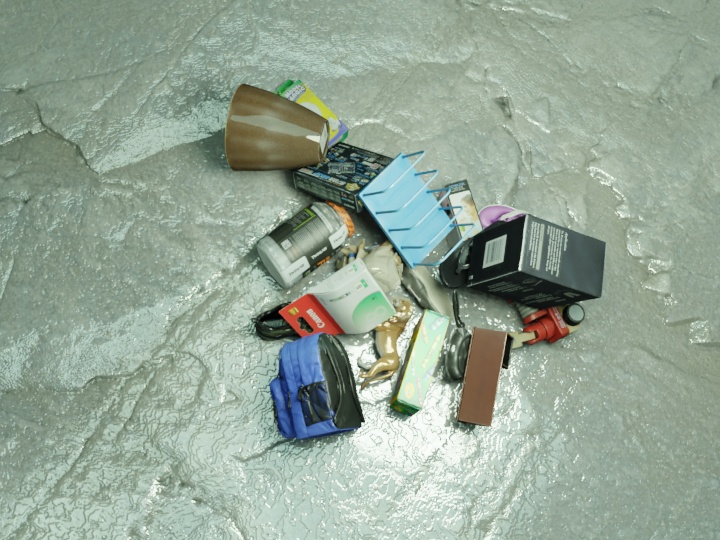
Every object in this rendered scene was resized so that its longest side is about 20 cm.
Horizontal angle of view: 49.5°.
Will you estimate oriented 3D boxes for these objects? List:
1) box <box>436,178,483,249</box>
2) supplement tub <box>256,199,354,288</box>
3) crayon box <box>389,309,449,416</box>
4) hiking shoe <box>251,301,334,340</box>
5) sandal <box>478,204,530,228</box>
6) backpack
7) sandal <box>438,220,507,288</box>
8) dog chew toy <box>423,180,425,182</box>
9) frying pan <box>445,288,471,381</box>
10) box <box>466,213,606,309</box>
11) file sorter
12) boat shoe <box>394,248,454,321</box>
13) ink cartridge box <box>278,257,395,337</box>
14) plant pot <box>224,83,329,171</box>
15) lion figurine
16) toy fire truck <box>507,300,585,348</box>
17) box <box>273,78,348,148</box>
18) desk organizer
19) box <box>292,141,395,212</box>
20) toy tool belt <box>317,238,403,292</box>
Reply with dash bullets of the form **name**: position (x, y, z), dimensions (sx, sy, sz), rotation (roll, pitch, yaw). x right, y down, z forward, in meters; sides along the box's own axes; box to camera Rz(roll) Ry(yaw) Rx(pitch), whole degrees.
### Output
- **box**: position (0.231, -0.086, 1.745), dimensions (0.059, 0.117, 0.204), rotation (-14, 77, -8)
- **supplement tub**: position (-0.116, -0.064, 1.697), dimensions (0.199, 0.123, 0.123), rotation (-36, 80, -14)
- **crayon box**: position (0.124, 0.196, 1.646), dimensions (0.057, 0.119, 0.203), rotation (20, 73, 0)
- **hiking shoe**: position (-0.129, 0.105, 1.647), dimensions (0.196, 0.101, 0.077), rotation (-13, 76, -1)
- **sandal**: position (0.367, -0.106, 1.798), dimensions (0.199, 0.050, 0.084), rotation (18, 72, 0)
- **backpack**: position (-0.099, 0.235, 1.588), dimensions (0.165, 0.162, 0.204), rotation (-14, 77, 14)
- **sandal**: position (0.242, -0.042, 1.651), dimensions (0.199, 0.043, 0.076), rotation (-40, 81, -13)
- **dog chew toy**: position (0.103, -0.161, 1.756), dimensions (0.122, 0.125, 0.203), rotation (-17, 67, -11)
- **frying pan**: position (0.220, 0.142, 1.670), dimensions (0.030, 0.114, 0.194), rotation (8, 88, 33)
- **box**: position (0.348, -0.011, 1.559), dimensions (0.197, 0.196, 0.120), rotation (17, 74, -20)
- **file sorter**: position (0.120, -0.124, 1.602), dimensions (0.139, 0.122, 0.201), rotation (-44, 108, -18)
- **boat shoe**: position (0.134, 0.036, 1.736), dimensions (0.066, 0.057, 0.201), rotation (-27, 79, -50)
- **ink cartridge box**: position (-0.044, 0.084, 1.598), dimensions (0.198, 0.161, 0.050), rotation (-34, 46, 3)
- **plant pot**: position (-0.172, -0.299, 1.708), dimensions (0.196, 0.187, 0.191), rotation (10, 72, 9)
- **lion figurine**: position (0.054, 0.157, 1.680), dimensions (0.120, 0.073, 0.205), rotation (1, 79, -3)
- **toy fire truck**: position (0.358, 0.091, 1.715), dimensions (0.197, 0.129, 0.178), rotation (-22, 76, -22)
- **box**: position (-0.134, -0.355, 1.822), dimensions (0.200, 0.048, 0.117), rotation (44, 74, 9)
- **desk organizer**: position (0.265, 0.227, 1.650), dimensions (0.076, 0.072, 0.204), rotation (7, 78, 26)
- **box**: position (-0.026, -0.210, 1.715), dimensions (0.198, 0.047, 0.158), rotation (23, 48, 37)
- **toy tool belt**: position (0.000, 0.000, 1.693), dimensions (0.125, 0.197, 0.125), rotation (44, 40, -35)
